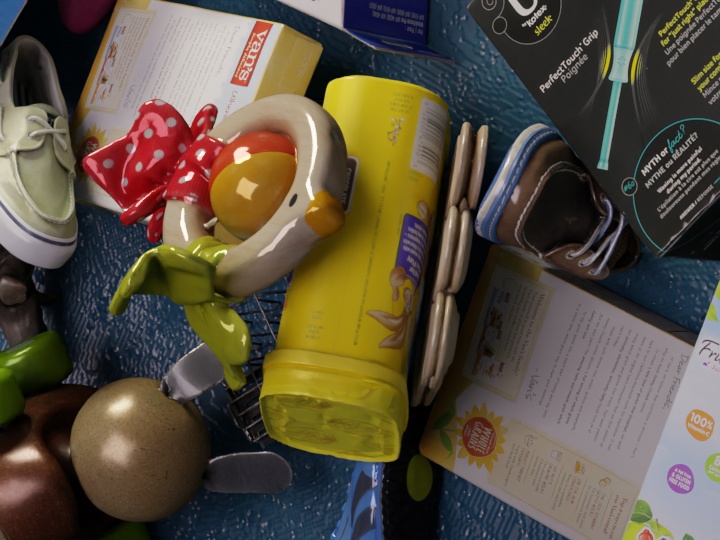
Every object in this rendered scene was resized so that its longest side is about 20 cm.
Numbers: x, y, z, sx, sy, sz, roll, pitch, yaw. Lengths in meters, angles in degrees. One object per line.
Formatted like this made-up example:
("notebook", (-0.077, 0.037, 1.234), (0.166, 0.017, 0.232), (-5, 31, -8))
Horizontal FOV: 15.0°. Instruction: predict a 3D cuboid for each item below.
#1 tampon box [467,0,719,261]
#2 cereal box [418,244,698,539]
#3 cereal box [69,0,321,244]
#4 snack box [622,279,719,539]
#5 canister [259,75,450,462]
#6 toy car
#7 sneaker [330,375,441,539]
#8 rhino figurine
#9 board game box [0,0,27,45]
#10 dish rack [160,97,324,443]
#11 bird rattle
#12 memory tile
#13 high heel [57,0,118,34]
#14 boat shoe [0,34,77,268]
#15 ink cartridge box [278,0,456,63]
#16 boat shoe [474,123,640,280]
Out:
("tampon box", (0.192, -0.127, 1.575), (0.150, 0.126, 0.200), (-46, 64, 24))
("cereal box", (0.141, 0.088, 1.657), (0.199, 0.039, 0.145), (29, 105, 31))
("cereal box", (-0.118, -0.099, 1.781), (0.200, 0.039, 0.145), (18, 85, 52))
("snack box", (0.225, 0.104, 1.521), (0.067, 0.168, 0.201), (27, 103, 28))
("canister", (0.000, 0.000, 1.648), (0.086, 0.149, 0.201), (10, 74, 5))
("toy car", (-0.145, 0.113, 1.783), (0.199, 0.158, 0.165), (-20, 99, 22))
("sneaker", (0.004, 0.166, 1.735), (0.078, 0.066, 0.202), (3, 91, 38))
("rhino figurine", (-0.251, -0.004, 1.863), (0.059, 0.201, 0.088), (-20, 40, 7))
("board game box", (-0.260, -0.215, 1.861), (0.201, 0.056, 0.196), (-57, 20, 19))
("dish rack", (-0.049, 0.005, 1.784), (0.153, 0.054, 0.201), (-34, 72, 31))
("bird rattle", (-0.072, -0.036, 1.599), (0.163, 0.113, 0.201), (-31, 34, 22))
("memory tile", (0.053, -0.001, 1.634), (0.017, 0.200, 0.154), (9, 81, 0))
("high heel", (-0.135, -0.242, 1.840), (0.096, 0.067, 0.201), (30, 94, 39))
("boat shoe", (-0.222, -0.082, 1.796), (0.062, 0.072, 0.201), (-53, 38, 26))
("ink cartridge box", (-0.033, -0.188, 1.747), (0.199, 0.099, 0.039), (29, 103, 31))
("boat shoe", (0.124, -0.035, 1.581), (0.072, 0.200, 0.073), (30, 97, 16))
